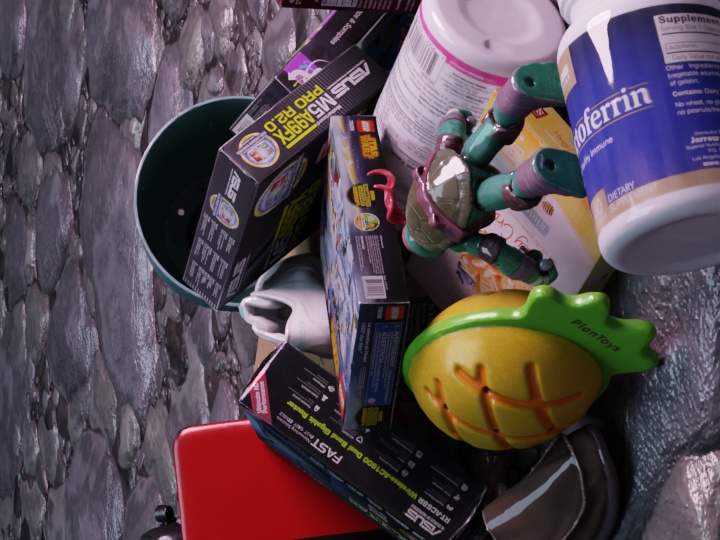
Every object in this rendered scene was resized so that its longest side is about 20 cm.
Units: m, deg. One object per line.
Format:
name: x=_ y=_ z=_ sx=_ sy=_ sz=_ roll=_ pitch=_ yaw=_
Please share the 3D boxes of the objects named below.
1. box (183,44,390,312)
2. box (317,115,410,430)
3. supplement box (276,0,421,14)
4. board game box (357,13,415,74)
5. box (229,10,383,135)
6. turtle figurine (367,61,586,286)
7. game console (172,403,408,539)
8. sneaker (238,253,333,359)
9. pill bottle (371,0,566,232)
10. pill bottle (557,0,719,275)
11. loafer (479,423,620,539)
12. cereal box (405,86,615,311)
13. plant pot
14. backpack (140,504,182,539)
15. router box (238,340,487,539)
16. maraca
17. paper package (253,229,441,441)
box: x=-0.061 y=-0.072 z=1.528 sx=0.044 sy=0.160 sz=0.200 roll=41 pitch=148 yaw=12
box: x=0.000 y=0.000 z=1.411 sx=0.137 sy=0.040 sz=0.200 roll=98 pitch=168 yaw=-45
supplement box: x=0.021 y=-0.251 z=1.464 sx=0.109 sy=0.200 sz=0.061 roll=-115 pitch=34 yaw=-45
board game box: x=0.003 y=-0.144 z=1.655 sx=0.200 sy=0.034 sz=0.136 roll=-42 pitch=30 yaw=60
box: x=-0.021 y=-0.197 z=1.600 sx=0.036 sy=0.200 sz=0.143 roll=43 pitch=157 yaw=-5
turtle figurine: x=0.083 y=-0.052 z=1.300 sx=0.150 sy=0.101 sz=0.200 roll=63 pitch=147 yaw=12
game console: x=-0.047 y=0.216 z=1.609 sx=0.172 sy=0.200 sz=0.119 roll=77 pitch=-173 yaw=-51
sneaker: x=-0.063 y=0.029 z=1.553 sx=0.200 sy=0.088 sz=0.075 roll=-160 pitch=70 yaw=-66
pill bottle: x=0.073 y=-0.125 z=1.457 sx=0.200 sy=0.113 sz=0.113 roll=115 pitch=145 yaw=-45
pill bottle: x=0.188 y=-0.107 z=1.191 sx=0.116 sy=0.116 sz=0.200 roll=131 pitch=133 yaw=-57
loafer: x=0.129 y=0.189 z=1.387 sx=0.200 sy=0.071 sz=0.073 roll=112 pitch=148 yaw=-42
cereal box: x=0.117 y=-0.020 z=1.396 sx=0.144 sy=0.039 sz=0.200 roll=50 pitch=139 yaw=24
plant pot: x=-0.122 y=-0.051 z=1.824 sx=0.161 sy=0.200 sz=0.201 roll=131 pitch=135 yaw=-76
backpack: x=-0.081 y=0.270 z=1.723 sx=0.127 sy=0.200 sz=0.167 roll=1 pitch=112 yaw=69
router box: x=0.004 y=0.149 z=1.484 sx=0.062 sy=0.200 sz=0.150 roll=-52 pitch=-12 yaw=-10
maraca: x=0.116 y=0.063 z=1.321 sx=0.200 sy=0.137 sz=0.107 roll=-29 pitch=44 yaw=44
paper package: x=-0.010 y=0.068 z=1.667 sx=0.191 sy=0.103 sz=0.200 roll=-135 pitch=50 yaw=-56
